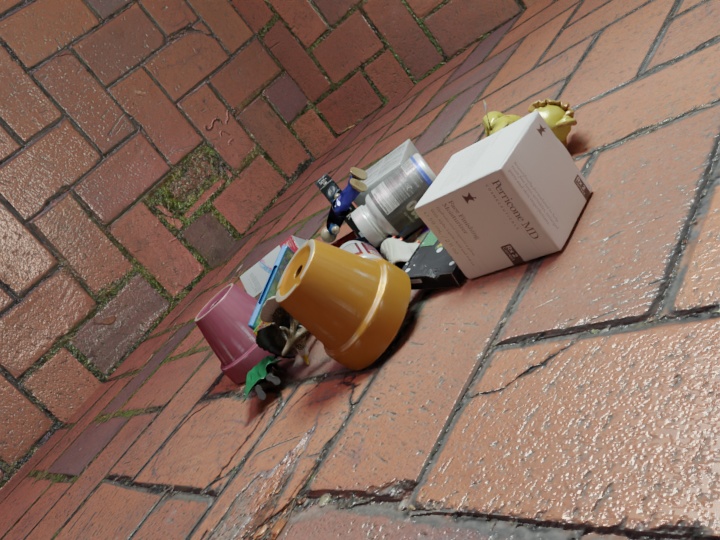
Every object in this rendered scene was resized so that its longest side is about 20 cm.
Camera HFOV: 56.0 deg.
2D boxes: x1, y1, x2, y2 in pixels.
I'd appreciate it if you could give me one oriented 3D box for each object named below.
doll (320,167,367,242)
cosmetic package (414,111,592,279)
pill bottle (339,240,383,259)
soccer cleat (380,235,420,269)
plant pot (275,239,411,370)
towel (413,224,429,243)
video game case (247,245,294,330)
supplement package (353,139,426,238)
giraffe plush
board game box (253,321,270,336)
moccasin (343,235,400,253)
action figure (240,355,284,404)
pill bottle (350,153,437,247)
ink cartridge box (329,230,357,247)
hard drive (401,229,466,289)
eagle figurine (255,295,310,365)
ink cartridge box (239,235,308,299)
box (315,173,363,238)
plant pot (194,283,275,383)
[{"bbox_3d":[-0.046,-0.136,1.549,0.138,0.048,0.201,-87,22,-43],"label":"doll"},{"bbox_3d":[0.232,-0.117,1.105,0.199,0.165,0.165,-22,24,52],"label":"cosmetic package"},{"bbox_3d":[0.000,0.000,1.440,0.109,0.110,0.200,-40,15,3],"label":"pill bottle"},{"bbox_3d":[0.081,-0.024,1.401,0.078,0.069,0.200,-49,20,-13],"label":"soccer cleat"},{"bbox_3d":[-0.041,0.044,1.192,0.200,0.182,0.201,-47,24,28],"label":"plant pot"},{"bbox_3d":[0.196,-0.120,1.461,0.143,0.023,0.201,-22,26,48],"label":"towel"},{"bbox_3d":[-0.175,0.065,1.540,0.018,0.143,0.202,9,66,30],"label":"video game case"},{"bbox_3d":[0.094,-0.191,1.643,0.150,0.152,0.201,-32,17,23],"label":"supplement package"},{"bbox_3d":[0.331,-0.264,1.310,0.160,0.201,0.174,-14,54,8],"label":"giraffe plush"},{"bbox_3d":[-0.145,0.097,1.506,0.096,0.030,0.199,-49,-17,27],"label":"board game box"},{"bbox_3d":[0.004,-0.042,1.594,0.199,0.081,0.068,-30,14,39],"label":"moccasin"},{"bbox_3d":[-0.204,0.221,1.438,0.118,0.055,0.200,-44,9,-3],"label":"action figure"},{"bbox_3d":[0.082,-0.149,1.476,0.199,0.114,0.114,-39,16,10],"label":"pill bottle"},{"bbox_3d":[-0.073,-0.036,1.697,0.161,0.057,0.200,-32,4,-2],"label":"ink cartridge box"},{"bbox_3d":[0.168,-0.046,1.258,0.139,0.038,0.201,-7,39,47],"label":"hard drive"},{"bbox_3d":[-0.137,0.123,1.391,0.200,0.150,0.153,-157,75,-79],"label":"eagle figurine"},{"bbox_3d":[-0.210,0.002,1.864,0.199,0.083,0.145,-36,-19,16],"label":"ink cartridge box"},{"bbox_3d":[-0.037,-0.158,1.781,0.043,0.201,0.160,-39,15,2],"label":"box"},{"bbox_3d":[-0.292,0.139,1.626,0.199,0.179,0.200,-39,16,13],"label":"plant pot"}]
